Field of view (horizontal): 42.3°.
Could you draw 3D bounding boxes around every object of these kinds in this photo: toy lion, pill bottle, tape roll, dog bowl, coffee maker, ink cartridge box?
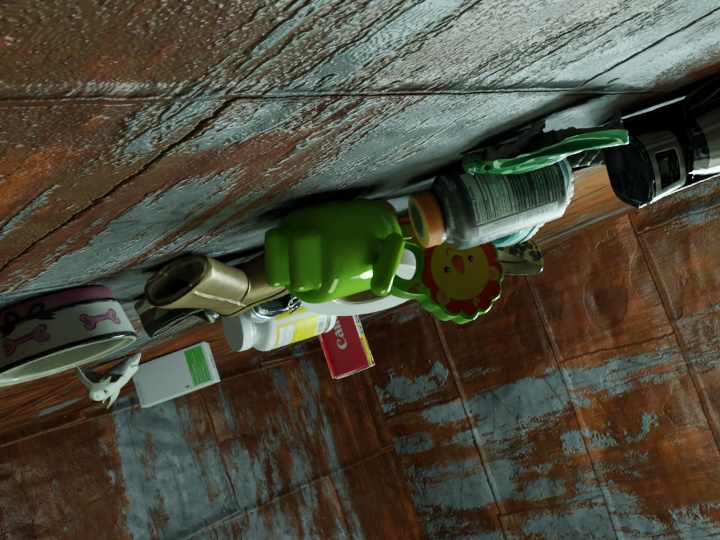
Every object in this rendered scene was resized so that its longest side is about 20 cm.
[{"bbox_3d":[0.104,-0.016,1.303,0.198,0.195,0.069,-15,173,-28],"label":"toy lion"},{"bbox_3d":[0.164,-0.093,1.234,0.197,0.108,0.106,-18,174,-11],"label":"pill bottle"},{"bbox_3d":[-0.152,0.083,1.732,0.198,0.114,0.112,-15,172,-33],"label":"pill bottle"},{"bbox_3d":[0.000,0.000,1.418,0.199,0.072,0.203,-8,158,-3],"label":"tape roll"},{"bbox_3d":[-0.386,0.081,1.170,0.197,0.075,0.200,-19,174,-2],"label":"dog bowl"},{"bbox_3d":[0.447,-0.171,1.308,0.197,0.137,0.192,-18,174,-4],"label":"coffee maker"},{"bbox_3d":[-0.044,0.118,1.946,0.083,0.203,0.176,-20,175,4],"label":"ink cartridge box"}]

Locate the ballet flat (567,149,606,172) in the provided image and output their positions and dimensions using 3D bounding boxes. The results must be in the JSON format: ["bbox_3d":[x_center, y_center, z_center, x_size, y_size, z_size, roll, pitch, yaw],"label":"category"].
[{"bbox_3d":[0.313,-0.151,1.415,0.199,0.058,0.066,-25,171,40],"label":"ballet flat"}]

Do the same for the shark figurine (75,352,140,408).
[{"bbox_3d":[-0.556,0.232,1.964,0.129,0.089,0.214,-55,174,12],"label":"shark figurine"}]

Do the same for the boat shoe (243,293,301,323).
[{"bbox_3d":[-0.125,0.039,1.603,0.067,0.075,0.198,-18,176,35],"label":"boat shoe"}]

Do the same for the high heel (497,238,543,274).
[{"bbox_3d":[0.185,-0.009,1.475,0.198,0.143,0.072,-27,132,-17],"label":"high heel"}]

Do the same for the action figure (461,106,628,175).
[{"bbox_3d":[0.220,-0.152,1.138,0.197,0.056,0.118,-14,176,11],"label":"action figure"}]

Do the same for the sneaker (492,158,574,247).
[{"bbox_3d":[0.248,-0.098,1.380,0.079,0.078,0.201,-19,153,-35],"label":"sneaker"}]

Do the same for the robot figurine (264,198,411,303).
[{"bbox_3d":[-0.027,-0.027,1.147,0.174,0.118,0.199,6,-166,41],"label":"robot figurine"}]

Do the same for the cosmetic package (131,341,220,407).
[{"bbox_3d":[-0.463,0.261,2.332,0.197,0.109,0.085,-21,174,-2],"label":"cosmetic package"}]

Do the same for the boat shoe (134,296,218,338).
[{"bbox_3d":[-0.232,0.047,1.384,0.198,0.067,0.072,-17,173,-21],"label":"boat shoe"}]

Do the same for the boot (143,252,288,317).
[{"bbox_3d":[-0.168,0.007,1.243,0.174,0.067,0.200,-36,163,10],"label":"boot"}]
